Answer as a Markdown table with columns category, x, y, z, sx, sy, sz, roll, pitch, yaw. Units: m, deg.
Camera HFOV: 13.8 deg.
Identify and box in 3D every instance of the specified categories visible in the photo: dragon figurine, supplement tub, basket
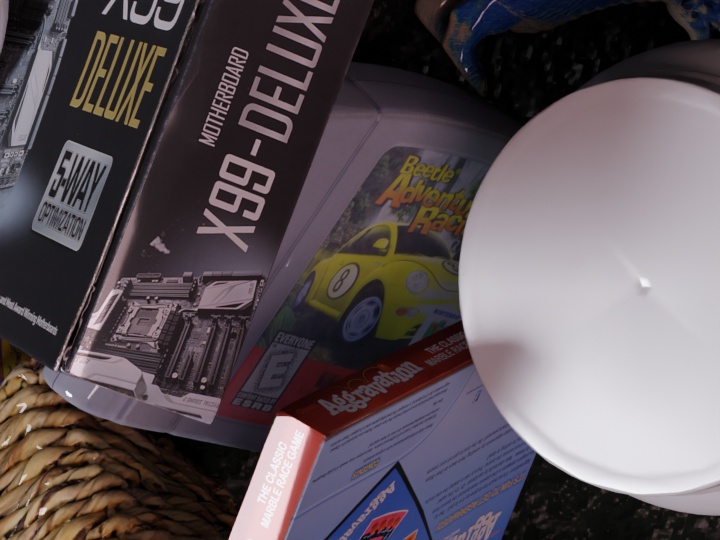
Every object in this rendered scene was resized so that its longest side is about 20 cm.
| category | x | y | z | sx | sy | sz | roll | pitch | yaw |
| --- | --- | --- | --- | --- | --- | --- | --- | --- | --- |
| dragon figurine | 0.043 | -0.125 | 0.957 | 0.099 | 0.059 | 0.200 | -42 | 119 | 7 |
| supplement tub | 0.130 | 0.000 | 0.946 | 0.200 | 0.145 | 0.145 | -6 | 127 | -60 |
| basket | -0.115 | 0.161 | 0.990 | 0.200 | 0.149 | 0.143 | -40 | 134 | 9 |

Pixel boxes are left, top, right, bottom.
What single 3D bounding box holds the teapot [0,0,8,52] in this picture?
| category | x | y | z | sx | sy | sz | roll | pitch | yaw |
| --- | --- | --- | --- | --- | --- | --- | --- | --- | --- |
| teapot | -0.209 | -0.094 | 0.863 | 0.200 | 0.146 | 0.198 | -19 | 148 | -24 |

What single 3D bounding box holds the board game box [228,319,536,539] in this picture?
| category | x | y | z | sx | sy | sz | roll | pitch | yaw |
| --- | --- | --- | --- | --- | --- | --- | --- | --- | --- |
| board game box | 0.013 | 0.067 | 0.942 | 0.019 | 0.200 | 0.103 | 28 | 113 | 20 |

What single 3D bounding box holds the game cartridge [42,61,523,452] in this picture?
| category | x | y | z | sx | sy | sz | roll | pitch | yaw |
| --- | --- | --- | --- | --- | --- | --- | --- | --- | --- |
| game cartridge | 0.000 | 0.000 | 0.972 | 0.200 | 0.041 | 0.133 | 15 | 110 | -52 |

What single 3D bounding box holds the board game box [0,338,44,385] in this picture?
| category | x | y | z | sx | sy | sz | roll | pitch | yaw |
| --- | --- | --- | --- | --- | --- | --- | --- | --- | --- |
| board game box | -0.142 | 0.000 | 0.979 | 0.158 | 0.039 | 0.200 | -5 | 117 | -13 |

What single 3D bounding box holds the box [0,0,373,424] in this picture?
| category | x | y | z | sx | sy | sz | roll | pitch | yaw |
| --- | --- | --- | --- | --- | --- | --- | --- | --- | --- |
| box | -0.068 | -0.054 | 0.860 | 0.050 | 0.200 | 0.158 | 21 | 91 | -25 |
